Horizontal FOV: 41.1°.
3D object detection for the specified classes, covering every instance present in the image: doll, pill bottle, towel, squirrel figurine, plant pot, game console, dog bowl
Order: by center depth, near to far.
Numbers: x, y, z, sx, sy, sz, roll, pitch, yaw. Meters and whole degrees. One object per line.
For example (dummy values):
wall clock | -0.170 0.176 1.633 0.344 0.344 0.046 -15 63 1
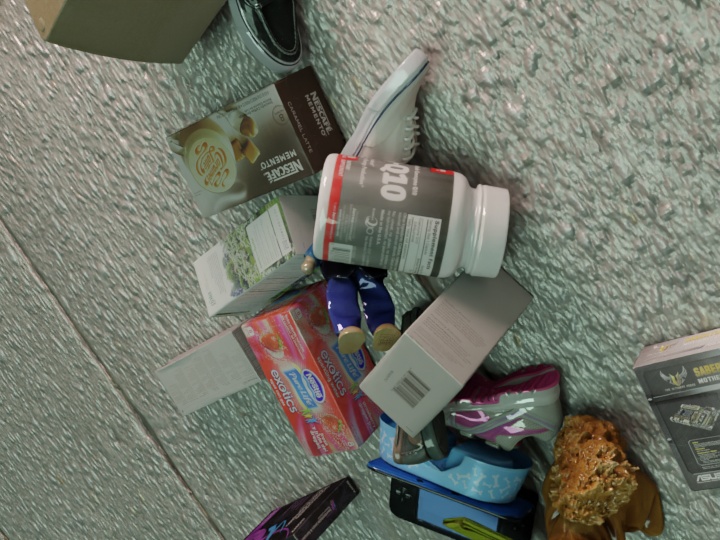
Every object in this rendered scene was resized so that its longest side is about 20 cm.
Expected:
pill bottle | 0.054 -0.055 1.028 0.197 0.114 0.115 8 123 0
plant pot | -0.272 -0.349 1.043 0.199 0.176 0.202 -35 79 50
squirrel figurine | 0.243 0.270 1.061 0.140 0.187 0.202 9 121 30
doll | 0.000 0.000 1.109 0.135 0.202 0.049 -4 142 -10
towel | 0.197 0.350 1.165 0.198 0.018 0.086 27 159 -4
dog bowl | 0.110 0.228 1.174 0.198 0.111 0.050 18 98 27
game console | 0.111 0.306 1.210 0.198 0.118 0.172 16 123 21

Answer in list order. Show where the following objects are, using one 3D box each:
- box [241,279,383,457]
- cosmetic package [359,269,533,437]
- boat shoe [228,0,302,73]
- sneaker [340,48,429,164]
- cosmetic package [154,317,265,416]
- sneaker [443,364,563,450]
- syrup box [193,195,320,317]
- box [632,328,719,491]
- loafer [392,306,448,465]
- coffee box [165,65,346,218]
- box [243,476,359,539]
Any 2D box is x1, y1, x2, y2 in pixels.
box | -0.052 0.127 1.246 0.094 0.102 0.202 -18 102 39
cosmetic package | 0.098 0.077 1.050 0.085 0.200 0.108 41 128 5
boat shoe | -0.105 -0.321 1.057 0.068 0.073 0.202 -9 100 52
sneaker | 0.037 -0.157 1.059 0.070 0.073 0.200 36 139 1
cosmetic package | -0.210 0.142 1.395 0.199 0.051 0.083 -26 96 41
sneaker | 0.153 0.175 1.144 0.198 0.081 0.089 -11 107 38
syrup box | -0.121 -0.015 1.217 0.199 0.081 0.080 -33 70 42
box | 0.400 0.134 0.974 0.199 0.048 0.160 -21 101 40
loafer | 0.057 0.131 1.117 0.062 0.202 0.072 -20 137 17
coffee box | -0.127 -0.152 1.158 0.199 0.080 0.115 -15 105 39
box | -0.105 0.376 1.390 0.199 0.143 0.036 -33 93 40
